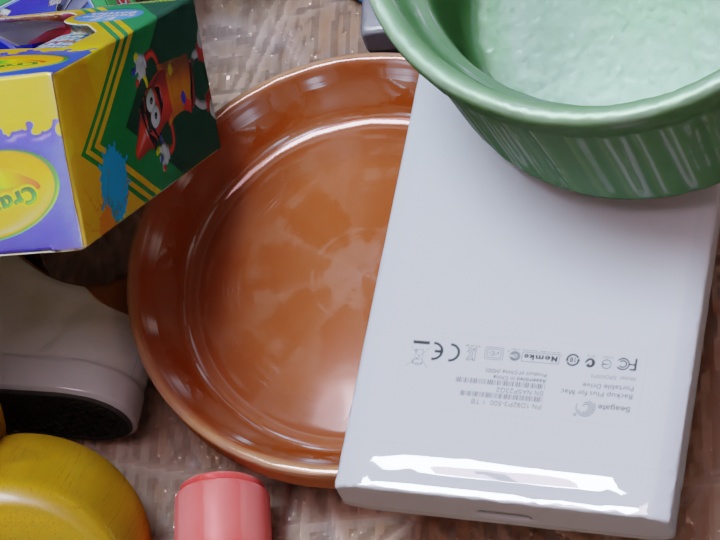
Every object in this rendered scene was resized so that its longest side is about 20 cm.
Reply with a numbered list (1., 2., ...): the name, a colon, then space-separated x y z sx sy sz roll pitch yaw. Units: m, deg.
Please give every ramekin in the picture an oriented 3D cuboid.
1. ramekin: 0.106 -0.126 0.986 0.200 0.098 0.200 -7 64 16

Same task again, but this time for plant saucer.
1. plant saucer: 0.000 0.000 1.078 0.200 0.032 0.201 -5 62 10

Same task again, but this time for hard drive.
1. hard drive: 0.073 0.004 1.017 0.132 0.026 0.200 5 64 15

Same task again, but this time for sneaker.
1. sneaker: -0.185 0.022 1.127 0.200 0.073 0.085 7 64 11

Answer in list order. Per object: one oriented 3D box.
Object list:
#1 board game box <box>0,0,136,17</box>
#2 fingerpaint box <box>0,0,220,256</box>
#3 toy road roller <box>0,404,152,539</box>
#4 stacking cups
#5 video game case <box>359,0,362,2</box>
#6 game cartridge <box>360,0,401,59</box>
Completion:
1. board game box: -0.188 -0.082 1.127 0.200 0.135 0.029 -23 15 22
2. fingerpaint box: -0.180 -0.055 1.025 0.200 0.167 0.073 -4 105 17
3. toy road roller: -0.165 0.086 1.025 0.146 0.123 0.200 -8 102 2
4. stacking cups: -0.051 0.179 1.009 0.060 0.061 0.200 -10 57 16
5. video game case: 0.052 -0.176 1.163 0.200 0.018 0.143 28 78 29
6. game cartridge: 0.101 -0.162 1.109 0.200 0.038 0.130 -4 60 17
